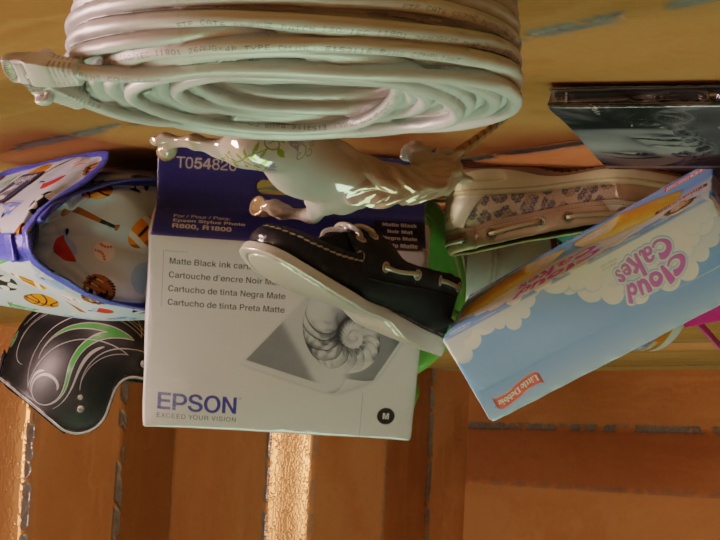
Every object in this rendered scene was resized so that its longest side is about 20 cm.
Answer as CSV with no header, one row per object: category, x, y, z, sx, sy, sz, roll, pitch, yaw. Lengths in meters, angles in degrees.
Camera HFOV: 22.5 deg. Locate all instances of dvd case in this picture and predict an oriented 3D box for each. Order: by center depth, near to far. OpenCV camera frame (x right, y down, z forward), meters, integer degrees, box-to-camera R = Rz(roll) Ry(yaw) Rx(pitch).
dvd case,0.204,-0.083,1.079,0.148,0.016,0.200,1,174,18

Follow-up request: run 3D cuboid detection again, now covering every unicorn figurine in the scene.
unicorn figurine,-0.029,-0.067,1.071,0.137,0.074,0.199,3,178,43

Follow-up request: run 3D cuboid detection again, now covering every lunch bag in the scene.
lunch bag,-0.207,-0.023,1.352,0.199,0.125,0.170,-2,180,-41

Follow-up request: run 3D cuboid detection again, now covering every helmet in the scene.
helmet,-0.379,0.124,2.488,0.200,0.191,0.200,37,170,8

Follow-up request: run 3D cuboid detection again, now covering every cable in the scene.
cable,-0.027,-0.101,0.781,0.199,0.070,0.200,-2,173,32

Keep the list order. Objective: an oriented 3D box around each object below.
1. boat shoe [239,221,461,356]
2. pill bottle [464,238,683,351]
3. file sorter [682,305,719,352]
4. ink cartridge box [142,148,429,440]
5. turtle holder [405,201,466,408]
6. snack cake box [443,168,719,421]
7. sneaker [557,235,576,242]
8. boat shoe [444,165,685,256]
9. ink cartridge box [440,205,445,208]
boat shoe,0.000,0.000,1.179,0.074,0.061,0.200,16,172,44
pill bottle,0.158,0.004,1.455,0.199,0.113,0.112,5,173,-21
file sorter,0.324,0.018,1.168,0.125,0.139,0.200,47,168,-3
ink cartridge box,-0.052,0.017,1.277,0.199,0.201,0.041,3,-165,-2
turtle holder,0.022,0.016,1.372,0.141,0.186,0.132,-33,-169,11
snack cake box,0.162,0.012,1.192,0.199,0.067,0.115,-29,-175,18
sneaker,0.228,-0.020,1.337,0.199,0.080,0.071,-1,174,36
boat shoe,0.158,-0.039,1.286,0.199,0.063,0.073,1,173,14
ink cartridge box,0.042,-0.024,1.566,0.160,0.050,0.200,5,176,-22
